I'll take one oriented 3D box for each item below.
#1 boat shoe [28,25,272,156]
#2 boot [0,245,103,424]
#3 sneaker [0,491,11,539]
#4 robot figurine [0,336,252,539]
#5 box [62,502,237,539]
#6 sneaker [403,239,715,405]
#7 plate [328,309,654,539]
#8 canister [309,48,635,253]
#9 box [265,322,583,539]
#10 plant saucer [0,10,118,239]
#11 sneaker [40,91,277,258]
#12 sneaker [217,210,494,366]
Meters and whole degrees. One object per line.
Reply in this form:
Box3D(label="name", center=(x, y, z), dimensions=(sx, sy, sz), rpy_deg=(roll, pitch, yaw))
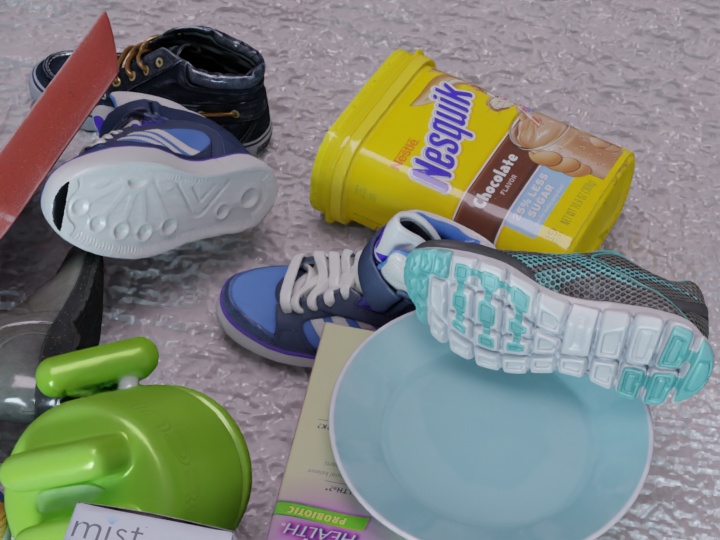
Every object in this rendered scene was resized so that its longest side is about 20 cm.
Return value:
Box3D(label="boat shoe", center=(-0.162, -0.153, 1.452), dimensions=(0.200, 0.091, 0.071), rpy_deg=(14, 50, 10))
Box3D(label="boot", center=(-0.246, 0.035, 1.272), dimensions=(0.131, 0.068, 0.200), rpy_deg=(5, 31, 0))
Box3D(label="sneaker", center=(-0.273, 0.156, 1.191), dimensions=(0.075, 0.088, 0.200), rpy_deg=(-14, 27, -21))
Box3D(label="robot figurine", center=(-0.138, 0.130, 1.147), dimensions=(0.116, 0.200, 0.176), rpy_deg=(-15, 87, 20))
Box3D(label="box", center=(-0.127, 0.257, 1.024), dimensions=(0.097, 0.200, 0.177), rpy_deg=(9, 50, 6))
Box3D(label="sneaker", center=(0.127, 0.020, 1.181), dimensions=(0.200, 0.078, 0.091), rpy_deg=(19, 34, 9))
Box3D(label="plate", center=(0.080, 0.100, 1.159), dimensions=(0.200, 0.026, 0.200), rpy_deg=(1, 49, -1))
Box3D(label="canister", center=(0.085, -0.068, 1.394), dimensions=(0.200, 0.087, 0.149), rpy_deg=(25, 53, 16))
Box3D(label="box", center=(0.041, 0.150, 1.193), dimensions=(0.176, 0.097, 0.200), rpy_deg=(10, 48, 5))
Box3D(label="plant saucer", center=(-0.246, -0.062, 1.322), dimensions=(0.037, 0.200, 0.200), rpy_deg=(35, 51, -10))
Box3D(label="sneaker", center=(-0.173, -0.075, 1.350), dimensions=(0.200, 0.081, 0.146), rpy_deg=(-7, 30, -43))
Box3D(label="sneaker", center=(0.000, 0.000, 1.278), dimensions=(0.200, 0.146, 0.081), rpy_deg=(12, 50, 7))
